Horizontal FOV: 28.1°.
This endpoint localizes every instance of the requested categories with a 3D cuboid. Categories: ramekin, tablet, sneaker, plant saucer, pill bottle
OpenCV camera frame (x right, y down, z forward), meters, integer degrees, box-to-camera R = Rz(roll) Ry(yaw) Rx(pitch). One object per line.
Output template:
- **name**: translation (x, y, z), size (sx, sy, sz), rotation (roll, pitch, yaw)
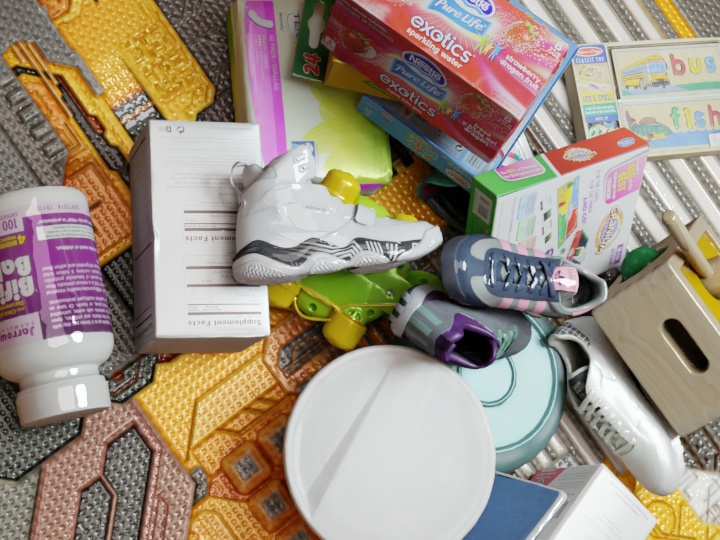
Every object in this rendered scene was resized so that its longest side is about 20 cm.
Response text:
- **ramekin**: translation (0.022, 0.175, 1.364), size (0.200, 0.094, 0.205), rotation (1, 82, -7)
- **tablet**: translation (0.102, 0.276, 1.362), size (0.200, 0.130, 0.014), rotation (-49, 112, -18)
- **sneaker**: translation (0.257, 0.141, 1.465), size (0.080, 0.076, 0.202), rotation (-14, 71, -38)
- **sneaker**: translation (0.156, 0.003, 1.343), size (0.199, 0.081, 0.071), rotation (9, 80, -49)
- **plant saucer**: translation (0.125, 0.107, 1.462), size (0.198, 0.027, 0.203), rotation (4, 78, -17)
- **sneaker**: translation (0.113, 0.072, 1.366), size (0.199, 0.087, 0.075), rotation (11, 114, -48)
- **sneaker**: translation (-0.024, -0.054, 1.303), size (0.198, 0.075, 0.116), rotation (-7, 84, -16)
- **sneaker**: translation (0.104, -0.121, 1.478), size (0.120, 0.083, 0.202), rotation (-24, 88, -30)
- **pill bottle**: translation (-0.284, 0.034, 1.300), size (0.111, 0.112, 0.202), rotation (-10, 81, -19)

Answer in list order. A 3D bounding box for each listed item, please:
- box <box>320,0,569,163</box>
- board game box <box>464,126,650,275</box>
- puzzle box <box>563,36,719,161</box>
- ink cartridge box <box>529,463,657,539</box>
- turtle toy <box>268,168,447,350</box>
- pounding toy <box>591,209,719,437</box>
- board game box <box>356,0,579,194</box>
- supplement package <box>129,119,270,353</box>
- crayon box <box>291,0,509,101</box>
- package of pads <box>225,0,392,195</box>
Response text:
- **box**: translation (0.075, -0.206, 1.309), size (0.199, 0.096, 0.100), rotation (36, 65, 2)
- **board game box**: translation (0.193, -0.047, 1.443), size (0.198, 0.154, 0.040), rotation (-19, 42, -30)
- **puzzle box**: translation (0.324, -0.189, 1.591), size (0.198, 0.025, 0.135), rotation (-7, 80, -19)
- **ink cartridge box**: translation (0.171, 0.290, 1.373), size (0.085, 0.146, 0.200), rotation (44, 69, -7)
- **turtle toy**: translation (0.000, 0.000, 1.400), size (0.199, 0.101, 0.147), rotation (33, 94, -4)
- **pounding toy**: translation (0.333, 0.031, 1.441), size (0.201, 0.142, 0.184), rotation (53, 32, -1)
- **board game box**: translation (0.110, -0.194, 1.443), size (0.151, 0.037, 0.201), rotation (36, 66, 0)
- **supplement package**: translation (-0.154, -0.028, 1.354), size (0.108, 0.114, 0.203), rotation (0, 80, -19)
- **crayon box**: translation (0.041, -0.228, 1.390), size (0.198, 0.051, 0.128), rotation (11, 67, -8)
- **package of pads**: translation (-0.049, -0.174, 1.444), size (0.153, 0.068, 0.203), rotation (-3, 80, -18)
